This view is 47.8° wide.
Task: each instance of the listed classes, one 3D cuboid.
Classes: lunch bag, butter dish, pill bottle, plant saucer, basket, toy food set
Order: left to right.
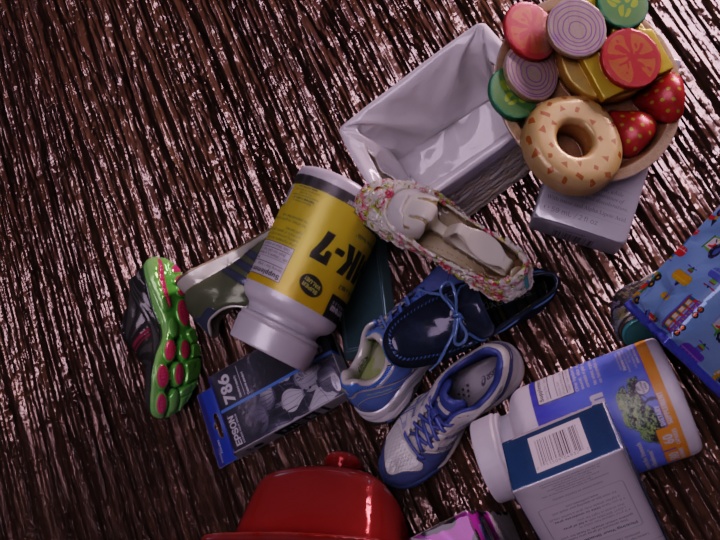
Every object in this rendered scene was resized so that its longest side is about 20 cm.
[{"bbox_3d":[-0.059,0.000,0.894,0.113,0.114,0.203,22,82,25],"label":"pill bottle"},{"bbox_3d":[-0.029,0.258,0.832,0.196,0.201,0.150,-5,50,21],"label":"butter dish"},{"bbox_3d":[0.000,0.000,0.960,0.069,0.019,0.204,-12,73,19],"label":"plant saucer"},{"bbox_3d":[0.100,-0.142,0.898,0.198,0.123,0.137,-34,66,9],"label":"basket"},{"bbox_3d":[0.211,0.152,0.781,0.197,0.112,0.114,-24,68,14],"label":"pill bottle"},{"bbox_3d":[0.220,-0.182,0.788,0.197,0.049,0.201,-25,81,-9],"label":"toy food set"},{"bbox_3d":[0.365,0.052,0.722,0.199,0.094,0.151,40,101,-15],"label":"lunch bag"}]

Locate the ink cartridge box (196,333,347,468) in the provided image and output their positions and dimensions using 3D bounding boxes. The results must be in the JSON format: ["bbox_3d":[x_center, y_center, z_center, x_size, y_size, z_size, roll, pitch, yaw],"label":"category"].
[{"bbox_3d":[-0.109,0.145,0.954,0.198,0.039,0.101,-31,67,12],"label":"ink cartridge box"}]

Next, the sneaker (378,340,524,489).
[{"bbox_3d":[0.083,0.145,0.848,0.200,0.088,0.075,-48,66,5],"label":"sneaker"}]

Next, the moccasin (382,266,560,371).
[{"bbox_3d":[0.113,0.036,0.832,0.197,0.068,0.082,-26,83,-15],"label":"moccasin"}]

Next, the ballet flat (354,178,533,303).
[{"bbox_3d":[0.084,-0.040,0.792,0.197,0.064,0.077,28,78,8],"label":"ballet flat"}]

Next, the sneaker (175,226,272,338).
[{"bbox_3d":[-0.123,0.011,0.987,0.197,0.067,0.091,-26,82,9],"label":"sneaker"}]

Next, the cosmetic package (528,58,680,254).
[{"bbox_3d":[0.253,-0.129,0.851,0.100,0.074,0.204,17,84,10],"label":"cosmetic package"}]

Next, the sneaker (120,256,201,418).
[{"bbox_3d":[-0.253,0.087,1.018,0.083,0.076,0.204,-24,64,33],"label":"sneaker"}]

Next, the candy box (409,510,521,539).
[{"bbox_3d":[0.119,0.293,0.731,0.060,0.200,0.138,-27,66,12],"label":"candy box"}]

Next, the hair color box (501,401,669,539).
[{"bbox_3d":[0.210,0.220,0.721,0.099,0.202,0.061,-24,28,13],"label":"hair color box"}]

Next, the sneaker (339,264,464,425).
[{"bbox_3d":[0.052,0.069,0.875,0.075,0.077,0.202,24,77,45],"label":"sneaker"}]

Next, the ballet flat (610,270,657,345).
[{"bbox_3d":[0.338,0.016,0.791,0.196,0.072,0.073,-15,71,9],"label":"ballet flat"}]
